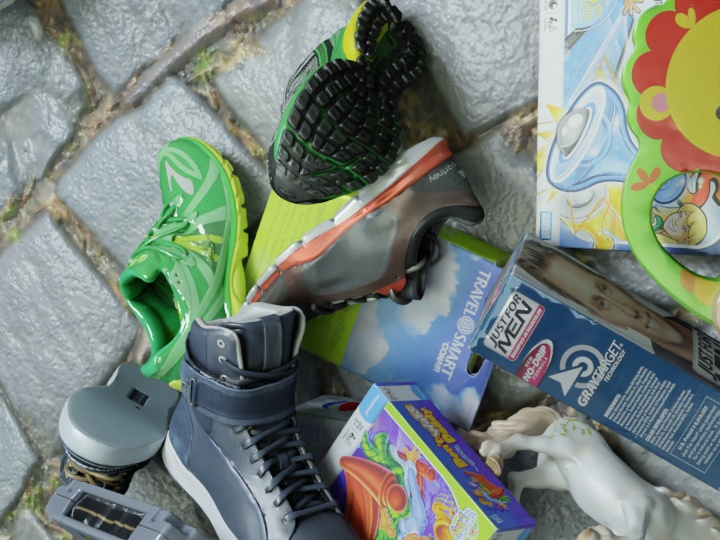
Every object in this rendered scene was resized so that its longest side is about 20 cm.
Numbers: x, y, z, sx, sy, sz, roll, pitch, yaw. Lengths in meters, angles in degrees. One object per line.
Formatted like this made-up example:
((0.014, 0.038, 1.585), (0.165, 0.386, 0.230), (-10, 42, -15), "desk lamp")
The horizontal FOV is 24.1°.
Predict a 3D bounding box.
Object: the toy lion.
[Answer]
((0.233, -0.080, 1.037), (0.192, 0.069, 0.200), (40, 99, 3), "toy lion")

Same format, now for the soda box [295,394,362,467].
((-0.016, 0.195, 1.220), (0.063, 0.068, 0.201), (4, 99, 26), "soda box")

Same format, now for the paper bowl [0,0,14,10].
((-0.306, -0.285, 1.252), (0.200, 0.104, 0.201), (5, 101, 28), "paper bowl")

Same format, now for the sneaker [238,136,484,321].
((0.000, 0.000, 1.130), (0.200, 0.077, 0.082), (-41, 86, 23), "sneaker")

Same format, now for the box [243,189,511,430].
((0.016, 0.015, 1.189), (0.200, 0.048, 0.122), (25, 108, 19), "box")

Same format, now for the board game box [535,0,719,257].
((0.184, -0.113, 1.100), (0.135, 0.034, 0.201), (3, 100, 24), "board game box")

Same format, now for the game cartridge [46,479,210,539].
((-0.123, 0.197, 1.116), (0.133, 0.200, 0.041), (39, 73, -23), "game cartridge")

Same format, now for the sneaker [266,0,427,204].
((-0.017, -0.100, 1.117), (0.078, 0.200, 0.085), (46, 126, -13), "sneaker")

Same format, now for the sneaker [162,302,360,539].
((-0.053, 0.109, 1.085), (0.202, 0.077, 0.147), (38, 125, 37), "sneaker")

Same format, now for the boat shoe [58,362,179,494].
((-0.183, 0.132, 1.212), (0.071, 0.200, 0.091), (29, 99, 2), "boat shoe")

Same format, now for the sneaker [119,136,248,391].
((-0.128, -0.010, 1.202), (0.074, 0.083, 0.201), (-39, 51, 49), "sneaker")

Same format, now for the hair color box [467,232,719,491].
((0.173, 0.059, 1.071), (0.200, 0.100, 0.061), (29, 109, 1), "hair color box")

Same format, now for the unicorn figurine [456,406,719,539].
((0.164, 0.158, 1.113), (0.200, 0.137, 0.074), (56, 136, 22), "unicorn figurine")

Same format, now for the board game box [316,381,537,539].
((0.011, 0.193, 1.120), (0.135, 0.045, 0.200), (48, 117, 32), "board game box")
